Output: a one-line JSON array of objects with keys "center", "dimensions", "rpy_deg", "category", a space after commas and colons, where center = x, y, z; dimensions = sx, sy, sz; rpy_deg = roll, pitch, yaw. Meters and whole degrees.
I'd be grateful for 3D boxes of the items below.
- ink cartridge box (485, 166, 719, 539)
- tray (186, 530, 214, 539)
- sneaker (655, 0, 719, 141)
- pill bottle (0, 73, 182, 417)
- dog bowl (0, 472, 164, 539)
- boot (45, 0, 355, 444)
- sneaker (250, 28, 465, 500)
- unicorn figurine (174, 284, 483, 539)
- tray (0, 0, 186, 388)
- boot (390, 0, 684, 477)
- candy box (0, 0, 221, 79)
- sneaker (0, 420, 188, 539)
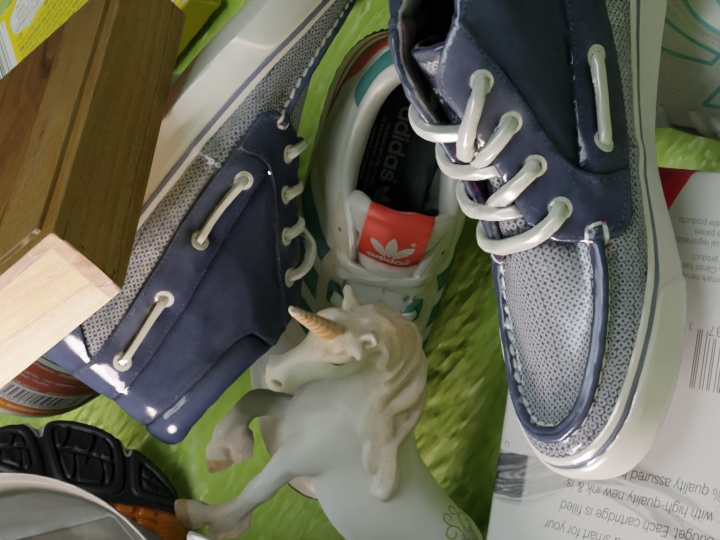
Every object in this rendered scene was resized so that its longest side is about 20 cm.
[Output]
[{"center": [0.124, 0.068, 0.778], "dimensions": [0.145, 0.083, 0.200], "rpy_deg": [9, 92, 49], "category": "ink cartridge box"}, {"center": [0.023, 0.166, 0.819], "dimensions": [0.200, 0.107, 0.022], "rpy_deg": [27, 71, 21], "category": "tray"}, {"center": [0.139, -0.069, 0.791], "dimensions": [0.200, 0.070, 0.080], "rpy_deg": [-16, 76, 46], "category": "sneaker"}, {"center": [-0.116, -0.012, 1.016], "dimensions": [0.200, 0.112, 0.112], "rpy_deg": [-33, 61, 53], "category": "pill bottle"}, {"center": [-0.131, 0.182, 0.899], "dimensions": [0.200, 0.059, 0.200], "rpy_deg": [-6, 77, 27], "category": "dog bowl"}, {"center": [-0.047, -0.031, 0.894], "dimensions": [0.200, 0.090, 0.073], "rpy_deg": [-51, 12, -7], "category": "boot"}, {"center": [0.000, 0.000, 0.911], "dimensions": [0.093, 0.070, 0.200], "rpy_deg": [-125, 49, -83], "category": "sneaker"}, {"center": [-0.006, 0.084, 0.887], "dimensions": [0.137, 0.200, 0.074], "rpy_deg": [-27, 28, 32], "category": "unicorn figurine"}, {"center": [-0.122, -0.032, 0.854], "dimensions": [0.099, 0.037, 0.200], "rpy_deg": [-37, 24, 24], "category": "tray"}, {"center": [0.049, -0.035, 0.737], "dimensions": [0.073, 0.090, 0.200], "rpy_deg": [-16, 70, 47], "category": "boot"}, {"center": [-0.146, -0.110, 1.151], "dimensions": [0.200, 0.026, 0.102], "rpy_deg": [-45, 56, 35], "category": "candy box"}, {"center": [-0.177, 0.123, 1.091], "dimensions": [0.200, 0.092, 0.076], "rpy_deg": [6, 54, 10], "category": "sneaker"}]
